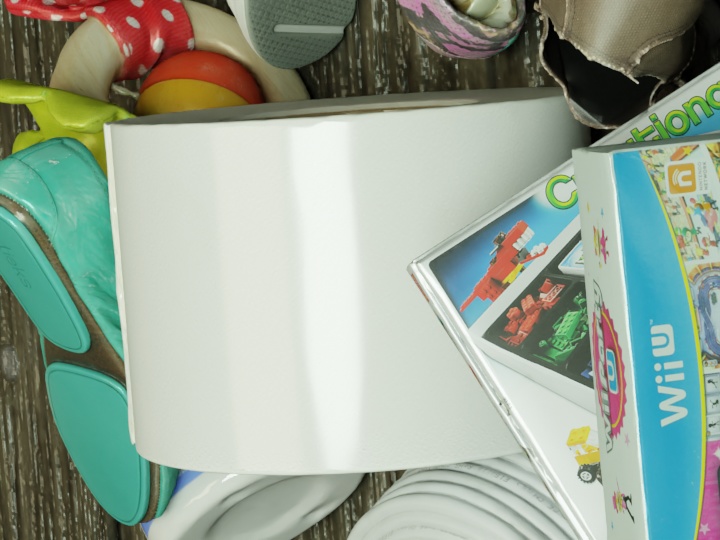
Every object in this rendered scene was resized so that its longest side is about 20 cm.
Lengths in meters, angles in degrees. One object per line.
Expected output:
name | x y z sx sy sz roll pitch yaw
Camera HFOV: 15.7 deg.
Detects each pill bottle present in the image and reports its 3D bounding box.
pill bottle | -0.087 0.033 1.260 0.114 0.113 0.201 -51 59 42

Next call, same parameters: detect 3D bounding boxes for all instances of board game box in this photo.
board game box | 0.178 0.022 0.870 0.064 0.199 0.148 -150 54 -82
board game box | 0.133 -0.002 0.921 0.127 0.199 0.035 58 177 3

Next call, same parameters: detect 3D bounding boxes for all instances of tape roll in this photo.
tape roll | 0.000 0.000 1.082 0.202 0.202 0.140 2 99 50

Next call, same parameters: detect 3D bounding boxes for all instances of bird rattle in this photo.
bird rattle | -0.100 -0.080 1.228 0.201 0.162 0.113 -81 17 -47

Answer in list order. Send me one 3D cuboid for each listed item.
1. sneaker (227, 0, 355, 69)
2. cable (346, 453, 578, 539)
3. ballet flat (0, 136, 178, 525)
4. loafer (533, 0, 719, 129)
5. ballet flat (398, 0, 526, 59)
sneaker | -0.059 -0.185 1.178 0.080 0.070 0.201 51 160 43
cable | 0.075 0.164 1.086 0.200 0.069 0.200 49 148 21
ballet flat | -0.108 0.024 1.143 0.067 0.070 0.201 18 140 38
loafer | 0.091 -0.090 0.979 0.073 0.200 0.071 28 86 9
ballet flat | 0.018 -0.181 1.093 0.201 0.069 0.071 62 156 -11
